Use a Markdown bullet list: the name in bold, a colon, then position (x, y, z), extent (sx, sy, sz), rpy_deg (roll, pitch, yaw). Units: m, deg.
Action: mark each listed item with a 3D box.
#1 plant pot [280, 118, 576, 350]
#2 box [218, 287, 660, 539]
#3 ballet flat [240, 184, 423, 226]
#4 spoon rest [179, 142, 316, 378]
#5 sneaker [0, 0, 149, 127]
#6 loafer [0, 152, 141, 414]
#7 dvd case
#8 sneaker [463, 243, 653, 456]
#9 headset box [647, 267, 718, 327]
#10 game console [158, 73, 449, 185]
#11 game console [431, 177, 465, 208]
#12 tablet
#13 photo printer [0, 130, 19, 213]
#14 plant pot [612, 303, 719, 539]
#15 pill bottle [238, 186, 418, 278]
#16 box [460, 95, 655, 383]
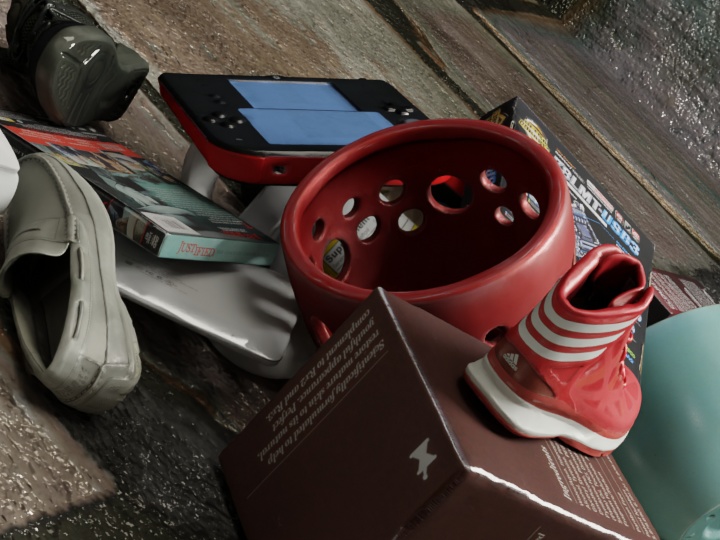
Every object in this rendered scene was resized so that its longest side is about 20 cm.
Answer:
- **plant pot**: position (0.055, 0.020, 1.274), extent (0.201, 0.199, 0.183), rpy_deg (-116, -170, -48)
- **box**: position (0.051, 0.150, 1.134), extent (0.200, 0.166, 0.165), rpy_deg (28, 24, -38)
- **ballet flat**: position (-0.003, -0.053, 1.514), extent (0.199, 0.069, 0.068), rpy_deg (16, 48, -2)
- **spoon rest**: position (-0.092, -0.001, 1.351), extent (0.099, 0.061, 0.201), rpy_deg (5, 51, -37)
- **sneaker**: position (-0.233, -0.164, 1.355), extent (0.114, 0.077, 0.199), rpy_deg (31, 8, 3)
- **loafer**: position (-0.190, -0.002, 1.119), extent (0.070, 0.070, 0.201), rpy_deg (29, 27, -46)
- **dvd case**: position (-0.170, -0.060, 1.280), extent (0.199, 0.022, 0.146), rpy_deg (30, 12, 26)
- **sneaker**: position (0.153, 0.049, 1.117), extent (0.078, 0.116, 0.200), rpy_deg (49, 19, 19)
- **headset box**: position (0.257, 0.074, 1.745), extent (0.077, 0.149, 0.200), rpy_deg (51, 19, 25)
- **game console**: position (-0.040, -0.114, 1.388), extent (0.199, 0.031, 0.177), rpy_deg (0, 29, -24)
- **game console**: position (0.048, -0.072, 1.572), extent (0.176, 0.031, 0.200), rpy_deg (32, -7, -31)
- **tablet**: position (-0.135, -0.005, 1.247), extent (0.199, 0.014, 0.130), rpy_deg (26, 23, -4)
- **photo printer**: position (-0.319, -0.106, 1.091), extent (0.167, 0.069, 0.200), rpy_deg (52, 21, 26)
- **plant pot**: position (0.307, 0.152, 1.619), extent (0.200, 0.200, 0.162), rpy_deg (18, 40, -51)
- **pill bottle**: position (0.000, 0.000, 1.438), extent (0.200, 0.114, 0.114), rpy_deg (42, 19, -2)
- **box**: position (0.161, -0.011, 1.483), extent (0.200, 0.050, 0.199), rpy_deg (45, 35, -25)
